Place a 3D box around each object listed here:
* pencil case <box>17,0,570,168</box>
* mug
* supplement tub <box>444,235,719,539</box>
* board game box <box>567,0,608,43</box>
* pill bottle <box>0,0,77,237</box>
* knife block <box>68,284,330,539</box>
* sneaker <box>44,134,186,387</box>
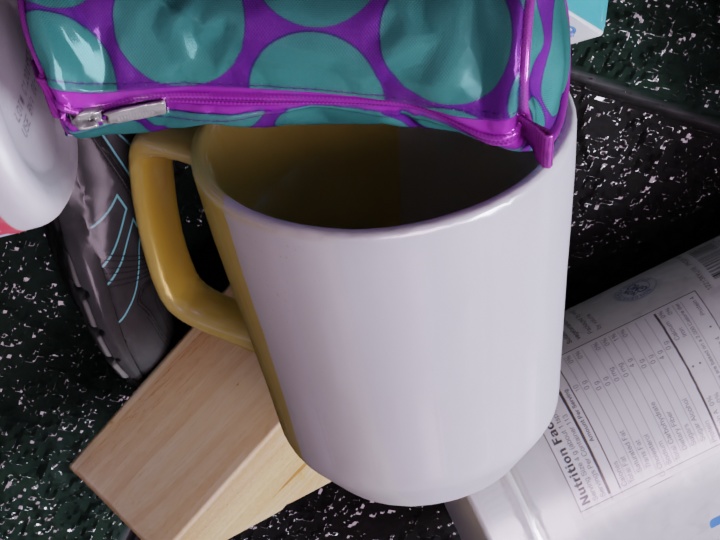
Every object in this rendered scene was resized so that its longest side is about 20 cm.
[{"bbox_3d":[-0.023,-0.086,1.098,0.199,0.093,0.085,1,148,11],"label":"pencil case"},{"bbox_3d":[0.010,0.000,1.180,0.149,0.187,0.154,-20,125,-17],"label":"mug"},{"bbox_3d":[0.136,0.071,1.375,0.199,0.132,0.132,-26,126,-5],"label":"supplement tub"},{"bbox_3d":[-0.021,-0.135,1.166,0.151,0.047,0.200,-13,151,44],"label":"board game box"},{"bbox_3d":[-0.219,-0.049,1.145,0.199,0.109,0.109,-14,127,13],"label":"pill bottle"},{"bbox_3d":[-0.019,0.018,1.277,0.200,0.064,0.176,-25,147,-42],"label":"knife block"},{"bbox_3d":[-0.101,-0.037,1.248,0.079,0.075,0.201,-24,126,-10],"label":"sneaker"}]
